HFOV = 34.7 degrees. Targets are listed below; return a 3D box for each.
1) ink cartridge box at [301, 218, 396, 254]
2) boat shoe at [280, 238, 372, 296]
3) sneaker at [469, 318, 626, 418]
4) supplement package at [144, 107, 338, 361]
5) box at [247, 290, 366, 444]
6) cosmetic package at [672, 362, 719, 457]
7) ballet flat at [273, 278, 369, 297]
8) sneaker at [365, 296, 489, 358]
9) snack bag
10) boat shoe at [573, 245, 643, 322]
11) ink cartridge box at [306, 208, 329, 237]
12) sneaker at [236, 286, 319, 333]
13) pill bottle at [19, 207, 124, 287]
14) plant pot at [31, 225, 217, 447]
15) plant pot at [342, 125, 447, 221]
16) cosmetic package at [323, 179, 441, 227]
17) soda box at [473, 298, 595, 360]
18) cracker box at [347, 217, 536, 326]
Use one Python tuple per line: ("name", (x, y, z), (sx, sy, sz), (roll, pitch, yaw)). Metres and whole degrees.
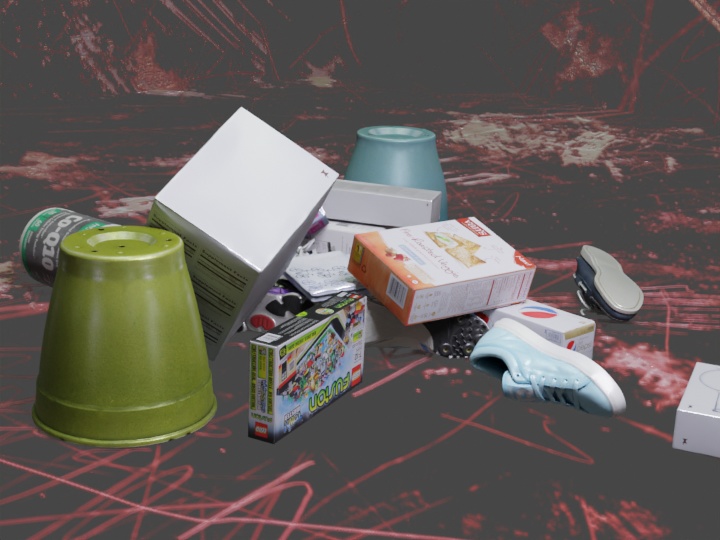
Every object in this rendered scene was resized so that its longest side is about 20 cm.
("ink cartridge box", (-0.044, -0.048, 1.806), (0.199, 0.083, 0.147), (9, 18, 21))
("boat shoe", (-0.076, -0.006, 1.657), (0.201, 0.087, 0.075), (1, 17, -5))
("sneaker", (0.207, 0.130, 1.316), (0.082, 0.074, 0.200), (-40, 41, -21))
("supplement package", (-0.158, -0.042, 1.373), (0.147, 0.200, 0.191), (35, 50, 2))
("box", (-0.055, 0.101, 1.268), (0.035, 0.111, 0.200), (11, 19, 26))
("cosmetic package", (0.449, 0.162, 1.241), (0.199, 0.052, 0.151), (9, 21, 21))
("ballet flat", (-0.080, 0.043, 1.579), (0.199, 0.067, 0.057), (5, 54, 14))
("sneaker", (0.067, 0.067, 1.467), (0.199, 0.072, 0.073), (7, 14, 6))
("snack bag", (0.000, 0.000, 1.541), (0.199, 0.022, 0.189), (-6, 16, -18))
("boat shoe", (0.343, 0.029, 1.635), (0.074, 0.062, 0.200), (15, 23, -15))
("ink cartridge box", (-0.139, -0.037, 1.669), (0.199, 0.042, 0.119), (-29, -3, 0))
("sneaker", (-0.129, 0.051, 1.525), (0.199, 0.081, 0.083), (17, 6, 15))
("pill bottle", (-0.374, -0.016, 1.606), (0.199, 0.114, 0.113), (15, 21, 38))
("plant pot", (-0.253, 0.059, 1.238), (0.199, 0.194, 0.200), (2, 17, -1))
("plant pot", (0.058, -0.143, 1.954), (0.199, 0.189, 0.200), (3, 16, -1))
("cosmetic package", (0.018, -0.101, 1.761), (0.199, 0.051, 0.083), (8, 14, 13))
("soda box", (0.199, 0.074, 1.472), (0.068, 0.064, 0.199), (-13, 23, -41))
("cracker box", (0.102, -0.003, 1.451), (0.199, 0.058, 0.134), (-9, 36, -35))
